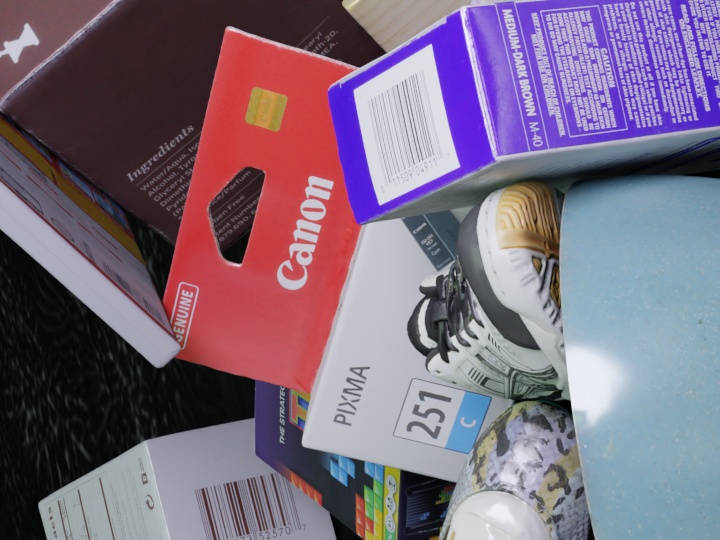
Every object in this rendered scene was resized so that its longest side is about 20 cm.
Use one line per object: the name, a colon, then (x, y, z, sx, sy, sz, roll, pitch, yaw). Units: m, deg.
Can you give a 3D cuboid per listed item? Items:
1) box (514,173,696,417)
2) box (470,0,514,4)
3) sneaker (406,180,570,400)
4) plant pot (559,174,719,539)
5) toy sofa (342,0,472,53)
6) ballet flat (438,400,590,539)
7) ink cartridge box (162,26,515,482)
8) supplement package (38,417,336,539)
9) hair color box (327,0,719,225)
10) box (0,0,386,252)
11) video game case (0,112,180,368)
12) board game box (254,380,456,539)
box: (0.099, -0.008, 0.978, 0.160, 0.049, 0.200, 4, 102, 61)
box: (0.052, -0.042, 0.961, 0.041, 0.039, 0.200, 53, 140, 36)
sneaker: (0.058, 0.021, 0.825, 0.200, 0.088, 0.076, 45, -141, -68)
plant pot: (0.165, 0.053, 0.774, 0.135, 0.200, 0.200, -10, 90, 16)
toy sofa: (0.017, -0.172, 1.008, 0.083, 0.098, 0.200, -41, 40, 8)
ballet flat: (0.059, 0.157, 0.961, 0.072, 0.072, 0.200, 47, 129, 43)
ink cartridge box: (0.000, 0.000, 0.940, 0.045, 0.176, 0.200, -80, 5, -53)
supplement package: (-0.115, 0.177, 1.321, 0.200, 0.117, 0.117, -32, 71, 58)
hair color box: (0.101, -0.070, 0.804, 0.109, 0.200, 0.065, -22, 78, 59)
box: (-0.107, -0.141, 1.083, 0.164, 0.200, 0.166, -40, 54, 7)
video game case: (-0.159, -0.045, 0.993, 0.017, 0.143, 0.200, -41, 32, 6)
board game box: (0.002, 0.042, 1.147, 0.165, 0.057, 0.200, 28, 122, 52)
